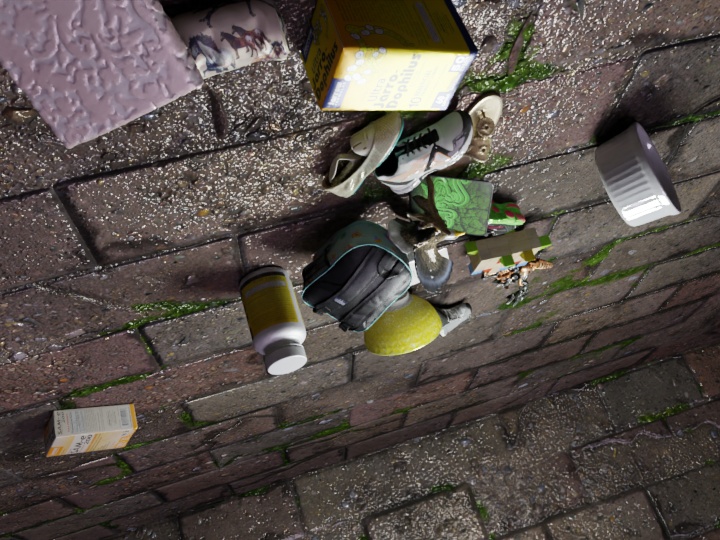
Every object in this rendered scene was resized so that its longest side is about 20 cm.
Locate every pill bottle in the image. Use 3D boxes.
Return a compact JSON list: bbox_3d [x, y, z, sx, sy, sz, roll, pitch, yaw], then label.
[{"bbox_3d":[-0.174,0.103,1.406,0.110,0.201,0.112,-16,152,-9],"label":"pill bottle"}]

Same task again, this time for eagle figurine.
[{"bbox_3d":[0.126,-0.059,1.323,0.150,0.153,0.200,25,156,4],"label":"eagle figurine"}]

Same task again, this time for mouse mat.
[{"bbox_3d":[0.176,-0.126,1.358,0.159,0.008,0.200,8,153,10],"label":"mouse mat"}]

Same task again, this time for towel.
[{"bbox_3d":[-0.302,-0.254,0.757,0.190,0.032,0.201,-23,124,8],"label":"towel"}]

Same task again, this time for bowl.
[{"bbox_3d":[0.092,0.109,1.678,0.198,0.200,0.109,-18,111,-4],"label":"bowl"}]

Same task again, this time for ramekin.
[{"bbox_3d":[0.555,-0.187,1.390,0.097,0.202,0.200,-27,153,30],"label":"ramekin"}]

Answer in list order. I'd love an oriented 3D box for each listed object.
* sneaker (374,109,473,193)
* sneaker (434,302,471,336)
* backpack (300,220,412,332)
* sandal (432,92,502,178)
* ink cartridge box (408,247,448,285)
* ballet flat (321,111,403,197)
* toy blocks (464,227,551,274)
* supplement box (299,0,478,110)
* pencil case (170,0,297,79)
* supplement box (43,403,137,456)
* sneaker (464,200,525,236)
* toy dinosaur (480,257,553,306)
[{"bbox_3d":[0.106,-0.203,1.179,0.200,0.074,0.080,-38,146,30],"label":"sneaker"},{"bbox_3d":[0.245,0.115,1.873,0.115,0.075,0.200,-29,162,6],"label":"sneaker"},{"bbox_3d":[0.000,0.000,1.358,0.175,0.154,0.200,34,124,-24],"label":"backpack"},{"bbox_3d":[0.202,-0.213,1.228,0.077,0.070,0.212,-4,149,-29],"label":"sandal"},{"bbox_3d":[0.092,-0.016,1.519,0.198,0.068,0.117,-20,153,3],"label":"ink cartridge box"},{"bbox_3d":[-0.002,-0.189,1.142,0.062,0.068,0.200,10,141,-29],"label":"ballet flat"},{"bbox_3d":[0.331,-0.038,1.633,0.198,0.101,0.137,-13,163,-10],"label":"toy blocks"},{"bbox_3d":[0.036,-0.292,0.926,0.198,0.110,0.109,-6,150,-25],"label":"supplement box"},{"bbox_3d":[-0.180,-0.273,0.840,0.198,0.078,0.090,-18,121,-5],"label":"pencil case"},{"bbox_3d":[-0.684,0.404,1.746,0.199,0.074,0.126,1,145,-36],"label":"supplement box"},{"bbox_3d":[0.271,-0.107,1.466,0.199,0.077,0.084,8,138,-41],"label":"sneaker"},{"bbox_3d":[0.399,0.008,1.757,0.198,0.103,0.137,5,132,-2],"label":"toy dinosaur"}]
